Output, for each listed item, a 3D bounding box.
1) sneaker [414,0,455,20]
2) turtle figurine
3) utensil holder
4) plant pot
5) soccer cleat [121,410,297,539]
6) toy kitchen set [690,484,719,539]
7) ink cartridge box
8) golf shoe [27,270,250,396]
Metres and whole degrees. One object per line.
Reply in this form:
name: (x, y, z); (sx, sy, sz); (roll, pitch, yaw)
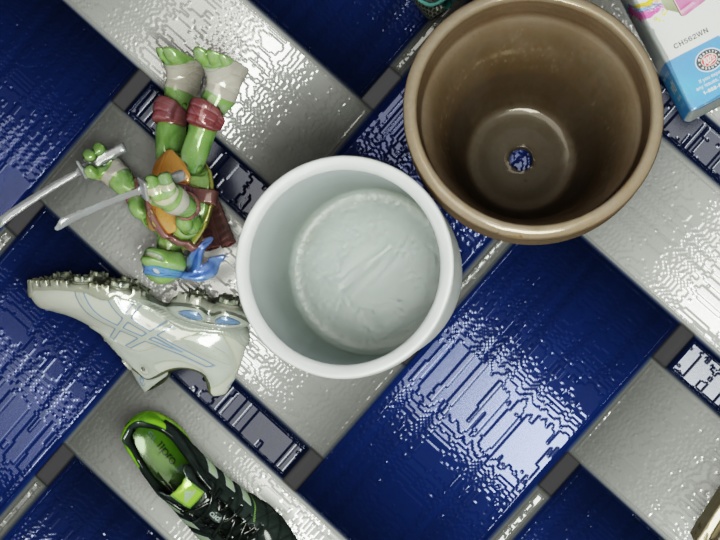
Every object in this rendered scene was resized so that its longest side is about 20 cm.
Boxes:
sneaker: (0.050, -0.258, 1.602); (0.199, 0.078, 0.092); (6, 93, 9)
turtle figurine: (-0.184, -0.098, 1.587); (0.199, 0.144, 0.194); (18, 83, -5)
utensil holder: (0.000, 0.000, 1.537); (0.169, 0.200, 0.171); (0, 88, 8)
plant pot: (0.132, -0.106, 1.527); (0.200, 0.175, 0.201); (0, 80, 0)
soccer cleat: (-0.129, 0.199, 1.608); (0.200, 0.081, 0.068); (43, 94, 6)
toy kitchen set: (0.379, 0.187, 1.485); (0.180, 0.200, 0.163); (31, 93, 7)
ink cartridge box: (0.287, -0.246, 1.565); (0.144, 0.085, 0.200); (-27, 84, 6)
golf shoe: (-0.195, 0.055, 1.626); (0.199, 0.078, 0.098); (11, 97, 9)
